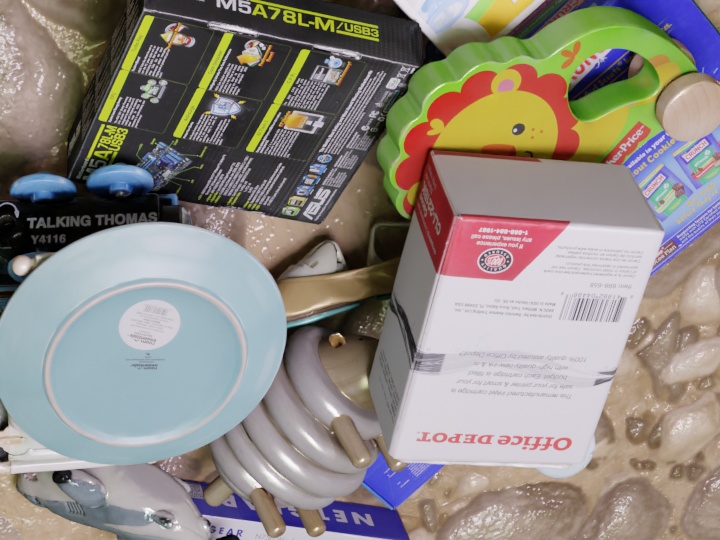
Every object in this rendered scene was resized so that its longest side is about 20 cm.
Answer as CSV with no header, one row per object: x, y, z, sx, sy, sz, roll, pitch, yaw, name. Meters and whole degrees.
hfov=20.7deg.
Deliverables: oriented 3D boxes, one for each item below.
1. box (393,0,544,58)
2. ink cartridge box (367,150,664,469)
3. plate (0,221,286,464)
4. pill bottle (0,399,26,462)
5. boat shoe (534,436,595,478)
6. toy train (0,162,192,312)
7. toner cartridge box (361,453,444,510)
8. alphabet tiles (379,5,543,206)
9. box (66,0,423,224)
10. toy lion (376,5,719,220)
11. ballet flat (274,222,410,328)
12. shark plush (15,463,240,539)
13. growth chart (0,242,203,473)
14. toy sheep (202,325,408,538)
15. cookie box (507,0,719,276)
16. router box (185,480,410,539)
0.097,-0.250,1.322,0.200,0.101,0.112,-42,119,9,box
0.099,0.029,1.314,0.144,0.084,0.200,4,124,-16,ink cartridge box
-0.144,0.058,1.311,0.200,0.026,0.201,-8,126,-11,plate
-0.208,0.082,1.412,0.199,0.106,0.107,-6,118,-12,pill bottle
0.111,0.053,1.451,0.071,0.091,0.201,-21,106,-5,boat shoe
-0.212,-0.015,1.357,0.199,0.087,0.114,-3,157,1,toy train
0.064,0.086,1.523,0.200,0.043,0.095,-42,118,8,toner cartridge box
0.111,-0.112,1.454,0.199,0.008,0.168,-12,120,-8,alphabet tiles
-0.082,-0.112,1.326,0.193,0.048,0.200,11,145,-17,box
0.117,-0.097,1.314,0.192,0.069,0.200,29,111,-38,toy lion
0.000,0.000,1.459,0.199,0.069,0.063,-12,92,-9,ballet flat
-0.159,0.185,1.480,0.200,0.091,0.083,26,123,-11,shark plush
-0.176,0.062,1.329,0.144,0.018,0.200,1,124,-18,growth chart
-0.046,0.117,1.438,0.200,0.138,0.138,-39,121,21,toy sheep
0.197,-0.115,1.426,0.171,0.075,0.200,-40,120,10,cookie box
-0.080,0.266,1.574,0.199,0.049,0.180,11,113,-20,router box
